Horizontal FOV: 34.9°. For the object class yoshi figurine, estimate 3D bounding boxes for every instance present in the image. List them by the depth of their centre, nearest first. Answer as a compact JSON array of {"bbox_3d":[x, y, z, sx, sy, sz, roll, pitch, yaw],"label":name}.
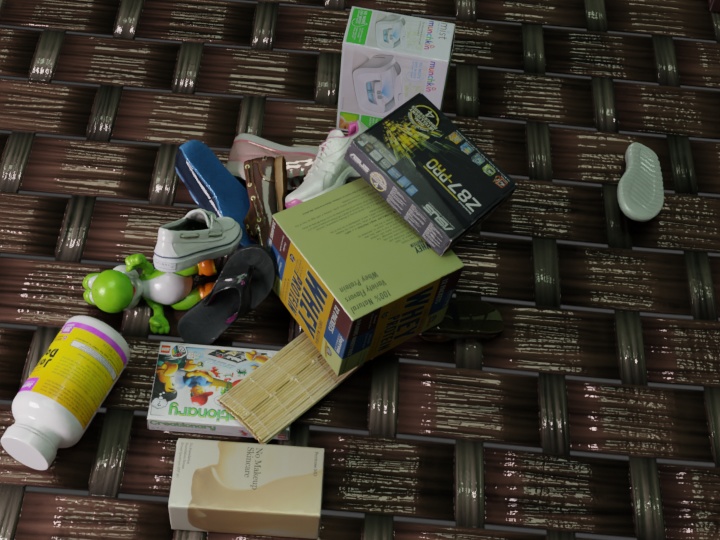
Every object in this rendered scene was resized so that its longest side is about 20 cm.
[{"bbox_3d":[-0.307,0.027,1.669,0.197,0.112,0.113,-5,61,-5],"label":"yoshi figurine"}]

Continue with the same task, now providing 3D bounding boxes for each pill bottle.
[{"bbox_3d":[-0.402,0.167,1.557,0.103,0.105,0.201,20,54,10],"label":"pill bottle"}]

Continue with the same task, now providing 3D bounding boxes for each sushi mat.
[{"bbox_3d":[-0.095,0.155,1.607,0.096,0.012,0.199,41,59,21],"label":"sushi mat"}]

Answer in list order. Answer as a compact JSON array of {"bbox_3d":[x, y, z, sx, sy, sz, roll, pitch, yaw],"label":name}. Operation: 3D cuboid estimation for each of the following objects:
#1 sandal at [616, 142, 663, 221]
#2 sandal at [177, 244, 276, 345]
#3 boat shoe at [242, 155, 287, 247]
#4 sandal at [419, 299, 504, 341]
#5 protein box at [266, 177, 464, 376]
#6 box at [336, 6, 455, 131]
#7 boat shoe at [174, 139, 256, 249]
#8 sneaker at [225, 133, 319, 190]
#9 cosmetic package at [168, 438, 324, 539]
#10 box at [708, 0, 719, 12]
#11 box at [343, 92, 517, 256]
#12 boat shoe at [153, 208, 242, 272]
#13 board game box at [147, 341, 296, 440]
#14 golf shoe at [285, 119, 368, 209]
[{"bbox_3d":[0.459,-0.135,1.894,0.082,0.050,0.203,29,42,-2],"label":"sandal"},{"bbox_3d":[-0.187,0.046,1.620,0.075,0.201,0.048,38,27,-11],"label":"sandal"},{"bbox_3d":[-0.144,-0.076,1.749,0.069,0.070,0.202,-5,73,3],"label":"boat shoe"},{"bbox_3d":[0.116,0.072,1.710,0.198,0.055,0.082,8,51,-19],"label":"sandal"},{"bbox_3d":[0.000,0.000,1.612,0.197,0.136,0.200,-25,61,-28],"label":"protein box"},{"bbox_3d":[0.057,-0.320,1.896,0.174,0.201,0.097,11,54,2],"label":"box"},{"bbox_3d":[-0.218,-0.111,1.795,0.084,0.069,0.201,-26,82,-38],"label":"boat shoe"},{"bbox_3d":[-0.125,-0.146,1.832,0.198,0.076,0.105,15,56,9],"label":"sneaker"},{"bbox_3d":[-0.148,0.287,1.512,0.197,0.071,0.106,3,53,-3],"label":"cosmetic package"},{"bbox_3d":[0.772,-0.545,2.204,0.197,0.075,0.101,8,54,-1],"label":"box"},{"bbox_3d":[0.098,-0.138,1.608,0.200,0.049,0.161,46,57,10],"label":"box"},{"bbox_3d":[-0.226,-0.055,1.647,0.073,0.068,0.200,12,21,16],"label":"boat shoe"},{"bbox_3d":[-0.193,0.169,1.617,0.197,0.035,0.127,4,54,-2],"label":"board game box"},{"bbox_3d":[-0.049,-0.160,1.769,0.199,0.075,0.092,-35,99,-31],"label":"golf shoe"}]
